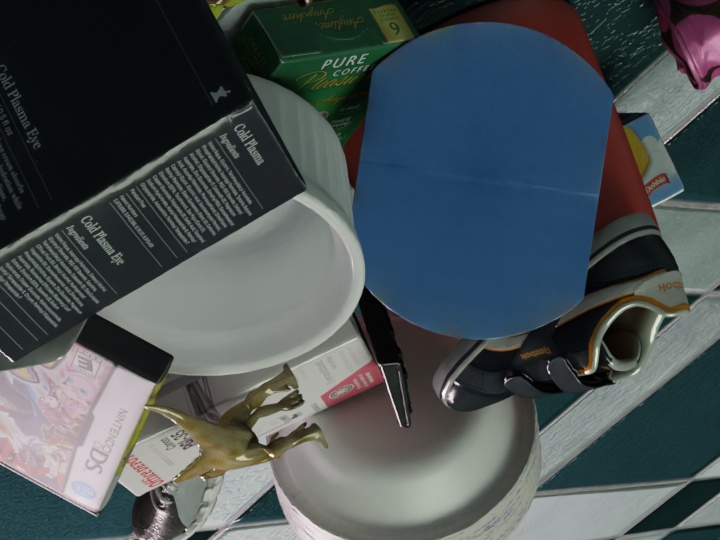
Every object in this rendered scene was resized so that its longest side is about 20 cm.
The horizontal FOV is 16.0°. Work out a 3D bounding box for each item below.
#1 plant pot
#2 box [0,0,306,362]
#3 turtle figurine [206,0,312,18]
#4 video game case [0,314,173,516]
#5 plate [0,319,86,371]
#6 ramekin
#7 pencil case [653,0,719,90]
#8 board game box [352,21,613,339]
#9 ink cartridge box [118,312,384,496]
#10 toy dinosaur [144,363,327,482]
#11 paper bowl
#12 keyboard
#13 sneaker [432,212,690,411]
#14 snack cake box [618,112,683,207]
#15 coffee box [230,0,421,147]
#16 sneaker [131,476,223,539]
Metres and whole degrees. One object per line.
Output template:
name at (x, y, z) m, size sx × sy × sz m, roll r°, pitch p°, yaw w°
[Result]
plant pot at (0.104, -0.060, 1.761) m, size 0.199 × 0.178 × 0.201 m, roll -25°, pitch 157°, yaw -11°
box at (-0.156, -0.091, 1.319) m, size 0.181 × 0.201 × 0.104 m, roll -30°, pitch 153°, yaw 3°
turtle figurine at (-0.048, -0.176, 1.457) m, size 0.160 × 0.065 × 0.200 m, roll -23°, pitch 171°, yaw 3°
video game case at (-0.228, 0.060, 1.613) m, size 0.026 × 0.199 × 0.181 m, roll -62°, pitch -179°, yaw -37°
plate at (-0.222, -0.008, 1.429) m, size 0.199 × 0.200 × 0.032 m, roll -9°, pitch 124°, yaw 24°
ramekin at (-0.097, -0.033, 1.580) m, size 0.199 × 0.098 × 0.201 m, roll -1°, pitch 142°, yaw 0°
pencil case at (0.305, -0.204, 1.832) m, size 0.199 × 0.091 × 0.094 m, roll -27°, pitch 172°, yaw -2°
board game box at (0.073, -0.059, 1.640) m, size 0.157 × 0.202 × 0.039 m, roll 7°, pitch -175°, yaw -8°
ink cartridge box at (-0.095, 0.069, 1.755) m, size 0.199 × 0.083 × 0.147 m, roll -26°, pitch 164°, yaw 1°
toy dinosaur at (-0.078, 0.109, 1.638) m, size 0.101 × 0.058 × 0.200 m, roll -28°, pitch 167°, yaw -4°
paper bowl at (0.030, 0.116, 1.854) m, size 0.200 × 0.201 × 0.105 m, roll -26°, pitch 146°, yaw -10°
keyboard at (0.000, 0.000, 1.742) m, size 0.020 × 0.201 × 0.128 m, roll -19°, pitch 136°, yaw -1°
sneaker at (0.132, 0.050, 1.693) m, size 0.200 × 0.080 × 0.078 m, roll -42°, pitch 156°, yaw 31°
snack cake box at (0.132, -0.045, 1.922) m, size 0.199 × 0.068 × 0.115 m, roll -28°, pitch -173°, yaw -5°
coffee box at (-0.057, -0.097, 1.655) m, size 0.122 × 0.044 × 0.200 m, roll -13°, pitch 153°, yaw -38°
sneaker at (-0.151, 0.134, 1.927) m, size 0.115 × 0.075 × 0.200 m, roll 0°, pitch 134°, yaw -44°
